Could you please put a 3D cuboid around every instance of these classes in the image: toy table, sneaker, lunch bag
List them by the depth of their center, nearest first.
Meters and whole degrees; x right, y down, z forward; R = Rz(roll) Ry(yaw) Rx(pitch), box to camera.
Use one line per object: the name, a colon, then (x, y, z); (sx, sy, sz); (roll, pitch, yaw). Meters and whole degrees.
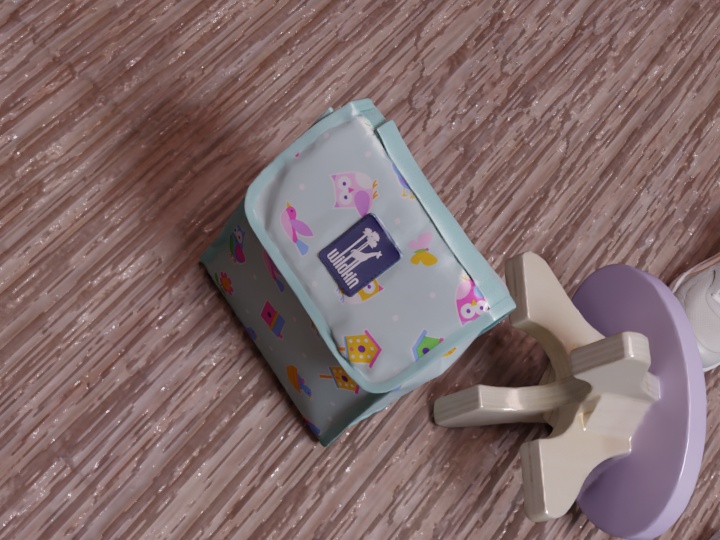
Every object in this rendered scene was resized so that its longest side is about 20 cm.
lunch bag: (0.000, 0.000, 0.868); (0.122, 0.200, 0.171); (-29, 81, -33)
toy table: (0.153, 0.083, 0.928); (0.117, 0.184, 0.200); (15, 51, -37)
sneaker: (0.319, 0.001, 1.079); (0.076, 0.092, 0.200); (45, 57, 2)

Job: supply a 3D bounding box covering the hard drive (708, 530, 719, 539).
hard drive: (0.245, 0.294, 0.945); (0.200, 0.026, 0.132); (-33, 83, -32)
